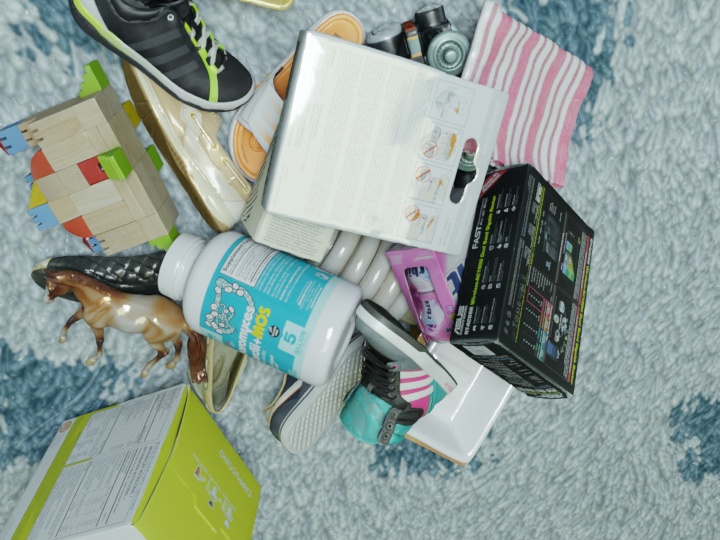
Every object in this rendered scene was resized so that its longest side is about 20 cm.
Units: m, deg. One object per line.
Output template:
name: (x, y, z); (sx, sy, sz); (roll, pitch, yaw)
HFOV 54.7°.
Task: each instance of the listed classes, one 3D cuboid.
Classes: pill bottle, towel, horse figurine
pill bottle: (-0.104, 0.031, 0.714); (0.197, 0.111, 0.112); (23, 111, 9)
towel: (0.176, -0.179, 0.742); (0.198, 0.030, 0.149); (11, 95, -42)
horse figurine: (-0.254, 0.063, 0.775); (0.197, 0.050, 0.133); (18, 128, -16)

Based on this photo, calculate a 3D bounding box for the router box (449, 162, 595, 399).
router box: (0.176, 0.013, 0.733); (0.149, 0.062, 0.203); (34, 62, -36)

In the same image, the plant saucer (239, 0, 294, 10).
plant saucer: (-0.141, -0.364, 0.635); (0.196, 0.049, 0.203); (8, 112, -15)

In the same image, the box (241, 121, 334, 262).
box: (-0.044, -0.119, 0.693); (0.081, 0.068, 0.203); (19, 103, -27)

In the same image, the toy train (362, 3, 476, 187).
toy train: (0.071, -0.177, 0.755); (0.112, 0.086, 0.203); (-15, 117, 6)

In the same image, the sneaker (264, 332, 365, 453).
sneaker: (-0.041, 0.133, 0.882); (0.199, 0.079, 0.079); (-41, 128, -19)

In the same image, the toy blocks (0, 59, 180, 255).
toy blocks: (-0.286, -0.091, 0.719); (0.135, 0.100, 0.202); (-18, 118, 10)

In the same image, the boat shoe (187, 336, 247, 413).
boat shoe: (-0.151, 0.072, 0.820); (0.072, 0.063, 0.203); (8, 116, -39)

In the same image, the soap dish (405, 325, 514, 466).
soap dish: (0.117, 0.125, 0.881); (0.156, 0.081, 0.202); (31, 89, -24)

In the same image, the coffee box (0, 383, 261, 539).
coffee box: (-0.255, 0.292, 0.811); (0.195, 0.201, 0.202); (-19, 120, 16)

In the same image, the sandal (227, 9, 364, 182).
sandal: (-0.069, -0.181, 0.731); (0.079, 0.059, 0.208); (32, 105, -23)

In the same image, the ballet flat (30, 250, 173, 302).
ballet flat: (-0.268, 0.003, 0.790); (0.196, 0.058, 0.067); (0, 143, -7)

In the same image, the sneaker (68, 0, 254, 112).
sneaker: (-0.174, -0.221, 0.654); (0.198, 0.073, 0.082); (24, 142, -35)

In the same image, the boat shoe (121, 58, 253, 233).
boat shoe: (-0.174, -0.140, 0.728); (0.069, 0.073, 0.202); (-35, 111, -20)

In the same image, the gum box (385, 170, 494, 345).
gum box: (0.118, -0.016, 0.770); (0.200, 0.065, 0.115); (-41, 114, -40)

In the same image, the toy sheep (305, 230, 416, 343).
toy sheep: (0.000, 0.000, 0.795); (0.198, 0.138, 0.139); (31, 106, -16)

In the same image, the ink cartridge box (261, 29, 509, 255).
ink cartridge box: (0.021, -0.113, 0.644); (0.197, 0.047, 0.163); (11, 105, -17)

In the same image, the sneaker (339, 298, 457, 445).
sneaker: (0.020, 0.118, 0.737); (0.121, 0.084, 0.200); (-46, 138, -3)
